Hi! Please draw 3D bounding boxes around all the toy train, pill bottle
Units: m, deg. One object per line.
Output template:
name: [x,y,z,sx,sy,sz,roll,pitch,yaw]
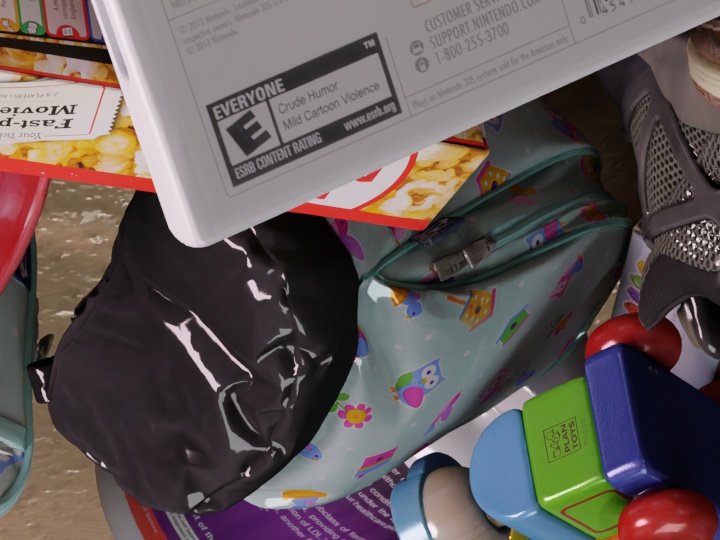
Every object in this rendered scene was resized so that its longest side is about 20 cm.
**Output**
toy train: [0.108,0.097,1.098,0.115,0.085,0.200,-25,146,27]
pill bottle: [-0.006,0.061,1.235,0.199,0.113,0.112,-28,145,30]

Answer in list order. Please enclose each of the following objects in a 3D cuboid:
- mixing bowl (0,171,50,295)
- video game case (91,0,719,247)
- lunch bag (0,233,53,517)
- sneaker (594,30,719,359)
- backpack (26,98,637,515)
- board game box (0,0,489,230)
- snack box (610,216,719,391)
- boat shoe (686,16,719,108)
mixing bowl: [-0.206,-0.054,0.944,0.199,0.201,0.108,7,-175,-25]
video game case: [0.012,-0.127,0.786,0.199,0.183,0.023,-24,-161,-18]
lunch bag: [-0.204,0.019,1.056,0.199,0.161,0.077,14,148,-31]
sneaker: [0.114,-0.036,1.020,0.076,0.199,0.115,1,106,-15]
backpack: [0.000,0.000,1.069,0.200,0.127,0.167,-27,164,-42]
board game box: [-0.070,-0.098,0.836,0.199,0.152,0.046,8,146,-25]
snack box: [0.151,0.003,1.164,0.142,0.053,0.200,-47,163,-25]
boat shoe: [0.192,-0.096,0.871,0.201,0.075,0.075,-8,118,10]
